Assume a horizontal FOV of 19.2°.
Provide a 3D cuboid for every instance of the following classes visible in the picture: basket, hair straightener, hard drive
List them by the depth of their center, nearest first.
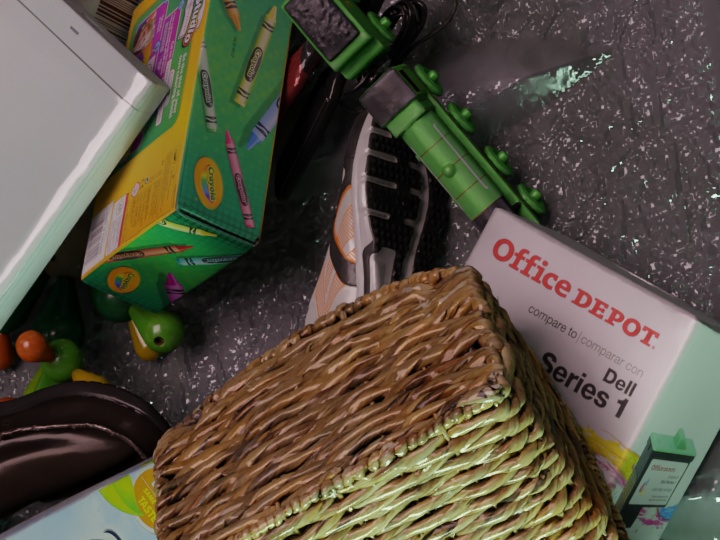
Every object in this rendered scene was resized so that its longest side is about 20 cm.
[{"bbox_3d":[0.013,0.113,1.059,0.199,0.149,0.143,-31,31,10],"label":"basket"},{"bbox_3d":[-0.002,-0.122,1.261,0.201,0.076,0.041,-56,25,21],"label":"hair straightener"},{"bbox_3d":[-0.215,-0.066,1.269,0.132,0.027,0.201,42,102,27],"label":"hard drive"}]

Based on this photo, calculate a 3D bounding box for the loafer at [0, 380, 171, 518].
[{"bbox_3d":[-0.200,0.119,1.271,0.198,0.073,0.072,-8,43,24],"label":"loafer"}]

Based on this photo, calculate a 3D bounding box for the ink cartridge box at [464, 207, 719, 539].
[{"bbox_3d":[0.094,0.089,1.123,0.144,0.084,0.201,31,94,35],"label":"ink cartridge box"}]

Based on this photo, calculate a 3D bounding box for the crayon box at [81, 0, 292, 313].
[{"bbox_3d":[-0.100,-0.090,1.267,0.119,0.058,0.202,-31,44,50],"label":"crayon box"}]

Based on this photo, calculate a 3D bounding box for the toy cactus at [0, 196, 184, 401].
[{"bbox_3d":[-0.197,0.016,1.342,0.199,0.102,0.167,-13,60,39],"label":"toy cactus"}]

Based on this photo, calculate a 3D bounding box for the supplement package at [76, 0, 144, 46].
[{"bbox_3d":[-0.227,-0.191,1.394,0.199,0.117,0.118,18,88,35],"label":"supplement package"}]

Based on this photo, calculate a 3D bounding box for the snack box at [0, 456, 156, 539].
[{"bbox_3d":[-0.131,0.206,1.212,0.199,0.068,0.170,-29,90,23],"label":"snack box"}]

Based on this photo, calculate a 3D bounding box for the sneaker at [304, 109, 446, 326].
[{"bbox_3d":[0.000,0.000,1.220,0.080,0.073,0.202,-15,63,42],"label":"sneaker"}]

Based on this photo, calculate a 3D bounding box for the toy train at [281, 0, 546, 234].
[{"bbox_3d":[0.030,-0.088,1.188,0.042,0.056,0.200,-42,86,18],"label":"toy train"}]
